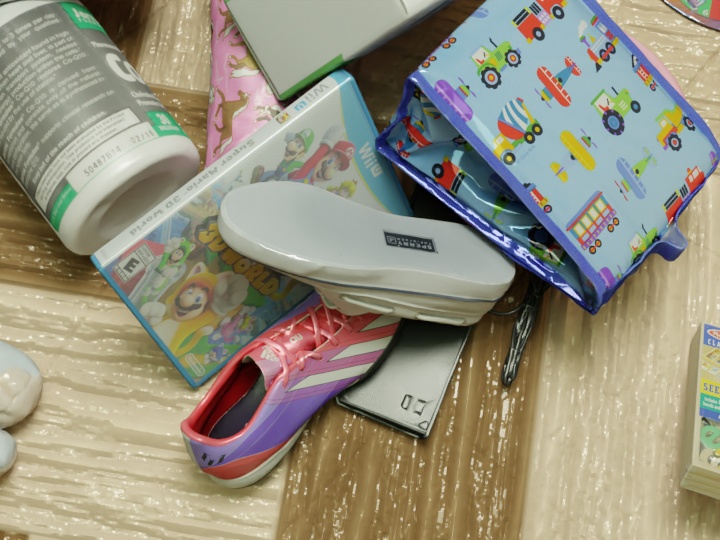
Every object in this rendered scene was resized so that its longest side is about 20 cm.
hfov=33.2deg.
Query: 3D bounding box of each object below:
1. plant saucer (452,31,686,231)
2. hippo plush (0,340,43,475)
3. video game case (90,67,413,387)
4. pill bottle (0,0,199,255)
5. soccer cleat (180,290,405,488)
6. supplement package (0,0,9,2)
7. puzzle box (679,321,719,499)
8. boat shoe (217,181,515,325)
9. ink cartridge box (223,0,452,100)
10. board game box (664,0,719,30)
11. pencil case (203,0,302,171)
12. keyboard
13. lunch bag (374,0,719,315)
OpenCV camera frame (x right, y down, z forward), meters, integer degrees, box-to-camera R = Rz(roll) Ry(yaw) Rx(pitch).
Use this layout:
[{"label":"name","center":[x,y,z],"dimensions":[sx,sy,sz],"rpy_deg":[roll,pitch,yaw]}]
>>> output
[{"label":"plant saucer","center":[0.134,-0.094,0.857],"dimensions":[0.198,0.051,0.202],"rpy_deg":[2,64,-4]},{"label":"hippo plush","center":[-0.295,0.058,0.765],"dimensions":[0.157,0.161,0.202],"rpy_deg":[8,74,2]},{"label":"video game case","center":[-0.064,-0.024,0.802],"dimensions":[0.199,0.144,0.018],"rpy_deg":[-38,49,-9]},{"label":"pill bottle","center":[-0.212,-0.119,0.843],"dimensions":[0.113,0.113,0.200],"rpy_deg":[-37,78,-11]},{"label":"soccer cleat","center":[-0.039,0.056,0.806],"dimensions":[0.068,0.073,0.200],"rpy_deg":[37,78,29]},{"label":"supplement package","center":[-0.235,-0.300,0.772],"dimensions":[0.189,0.147,0.202],"rpy_deg":[-13,69,-3]},{"label":"puzzle box","center":[0.313,0.114,0.794],"dimensions":[0.198,0.026,0.134],"rpy_deg":[16,44,4]},{"label":"boat shoe","center":[0.000,0.000,0.775],"dimensions":[0.198,0.066,0.074],"rpy_deg":[14,42,-14]},{"label":"ink cartridge box","center":[0.028,-0.209,0.811],"dimensions":[0.200,0.145,0.085],"rpy_deg":[-37,99,-40]},{"label":"board game box","center":[0.306,-0.280,0.932],"dimensions":[0.157,0.039,0.201],"rpy_deg":[33,76,9]},{"label":"pencil case","center":[-0.074,-0.131,0.859],"dimensions":[0.082,0.086,0.202],"rpy_deg":[-11,72,31]},{"label":"keyboard","center":[0.072,0.023,0.854],"dimensions":[0.126,0.021,0.202],"rpy_deg":[20,75,11]},{"label":"lunch bag","center":[0.137,-0.082,0.783],"dimensions":[0.200,0.094,0.151],"rpy_deg":[42,64,5]}]
